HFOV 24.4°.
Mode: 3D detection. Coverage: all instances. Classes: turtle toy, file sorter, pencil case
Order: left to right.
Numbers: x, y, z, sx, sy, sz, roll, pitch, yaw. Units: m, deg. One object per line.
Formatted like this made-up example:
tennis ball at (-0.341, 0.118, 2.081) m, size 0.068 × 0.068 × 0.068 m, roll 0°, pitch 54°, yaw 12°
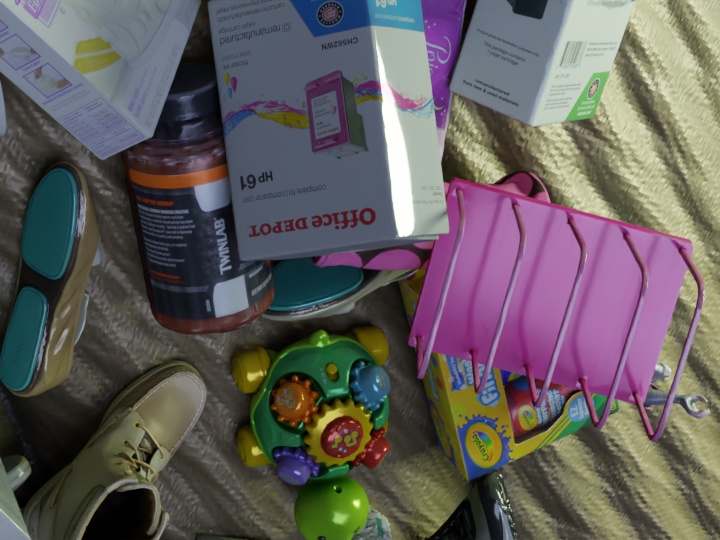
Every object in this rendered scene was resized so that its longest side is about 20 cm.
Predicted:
turtle toy at (-0.031, 0.145, 1.455) m, size 0.144 × 0.101 × 0.202 m, roll -11°, pitch 117°, yaw -19°
pencil case at (0.051, -0.045, 1.363) m, size 0.198 × 0.094 × 0.091 m, roll 2°, pitch 137°, yaw -21°
file sorter at (0.148, 0.034, 1.269) m, size 0.198 × 0.126 × 0.140 m, roll 14°, pitch 106°, yaw -2°

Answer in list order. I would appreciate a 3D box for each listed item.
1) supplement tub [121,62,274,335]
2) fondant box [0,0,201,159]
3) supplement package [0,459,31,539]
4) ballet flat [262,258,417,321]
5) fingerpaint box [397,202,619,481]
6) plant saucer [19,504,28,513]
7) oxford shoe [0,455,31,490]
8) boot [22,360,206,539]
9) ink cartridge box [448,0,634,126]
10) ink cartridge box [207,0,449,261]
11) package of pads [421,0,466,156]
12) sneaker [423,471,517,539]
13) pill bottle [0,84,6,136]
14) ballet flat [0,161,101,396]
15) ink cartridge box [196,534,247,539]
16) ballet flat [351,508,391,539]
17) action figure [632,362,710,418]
supplement tub at (-0.130, -0.057, 1.313) m, size 0.106 × 0.107 × 0.202 m, roll -16°, pitch 120°, yaw -16°
fondant box at (-0.214, -0.199, 1.189) m, size 0.058 × 0.145 × 0.200 m, roll -19°, pitch 132°, yaw 37°
supplement package at (-0.381, 0.171, 1.252) m, size 0.191 × 0.200 × 0.147 m, roll -39°, pitch 123°, yaw -2°
ballet flat at (0.000, 0.000, 1.429) m, size 0.199 × 0.069 × 0.070 m, roll -28°, pitch 122°, yaw -11°
fingerpaint box at (0.137, 0.066, 1.510) m, size 0.165 × 0.073 × 0.202 m, roll -22°, pitch 120°, yaw -14°
plant saucer at (-0.267, 0.279, 1.454) m, size 0.198 × 0.032 × 0.202 m, roll -10°, pitch 117°, yaw -21°
oxford shoe at (-0.346, 0.221, 1.363) m, size 0.199 × 0.075 × 0.058 m, roll -37°, pitch 101°, yaw 3°
boot at (-0.182, 0.160, 1.349) m, size 0.200 × 0.155 × 0.073 m, roll -44°, pitch 108°, yaw -16°
ink cartridge box at (0.163, -0.227, 1.342) m, size 0.146 × 0.083 × 0.202 m, roll -13°, pitch 125°, yaw -60°
ink cartridge box at (-0.024, -0.113, 1.239) m, size 0.084 × 0.143 × 0.203 m, roll -8°, pitch 90°, yaw -59°
package of pads at (0.021, -0.188, 1.337) m, size 0.119 × 0.076 × 0.202 m, roll 0°, pitch 113°, yaw -20°
sneaker at (0.098, 0.260, 1.555) m, size 0.078 × 0.075 × 0.201 m, roll -1°, pitch 140°, yaw -13°
pill bottle at (-0.359, -0.121, 1.176) m, size 0.198 × 0.114 × 0.116 m, roll -14°, pitch 119°, yaw -18°
ballet flat at (-0.241, 0.005, 1.329) m, size 0.063 × 0.068 × 0.202 m, roll -8°, pitch 123°, yaw -52°
ink cartridge box at (-0.120, 0.361, 1.491) m, size 0.087 × 0.145 × 0.202 m, roll 12°, pitch 109°, yaw -26°
ballet flat at (-0.021, 0.319, 1.565) m, size 0.071 × 0.072 × 0.202 m, roll 10°, pitch 110°, yaw -28°
action figure at (0.212, 0.071, 1.443) m, size 0.147 × 0.135 × 0.200 m, roll -18°, pitch 152°, yaw 17°
